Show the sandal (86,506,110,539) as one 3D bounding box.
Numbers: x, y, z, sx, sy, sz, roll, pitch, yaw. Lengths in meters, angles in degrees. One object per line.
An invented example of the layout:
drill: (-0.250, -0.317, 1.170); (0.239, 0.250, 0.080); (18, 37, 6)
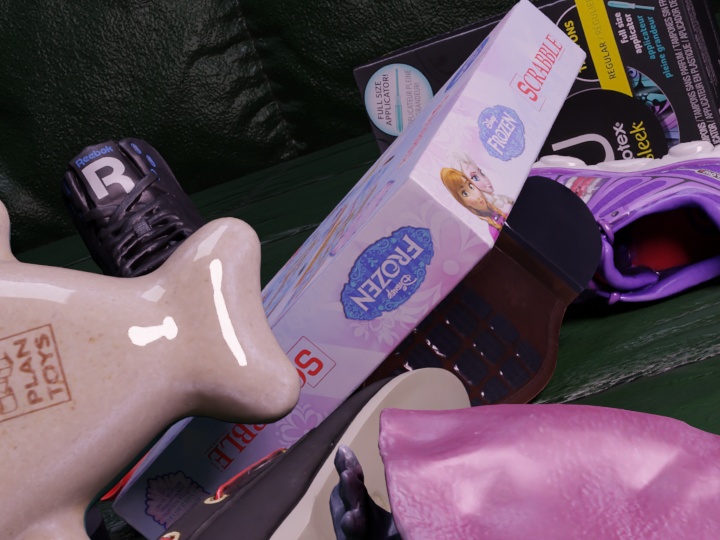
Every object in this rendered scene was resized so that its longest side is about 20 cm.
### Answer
sandal: (-0.142, 0.116, 0.782); (0.076, 0.043, 0.200); (-20, 8, -7)

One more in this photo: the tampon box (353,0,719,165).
tampon box: (0.122, -0.088, 1.158); (0.199, 0.150, 0.126); (-17, 7, 19)

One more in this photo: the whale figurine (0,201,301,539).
whale figurine: (-0.121, 0.048, 0.709); (0.199, 0.160, 0.104); (-20, -13, 3)

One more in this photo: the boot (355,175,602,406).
boot: (0.038, 0.041, 0.868); (0.097, 0.075, 0.200); (-47, -2, 42)

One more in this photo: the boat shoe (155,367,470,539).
boat shoe: (-0.017, 0.083, 0.581); (0.063, 0.074, 0.201); (-7, 17, 27)

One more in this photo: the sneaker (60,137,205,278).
sneaker: (-0.110, -0.014, 0.943); (0.073, 0.112, 0.200); (-32, 0, -6)

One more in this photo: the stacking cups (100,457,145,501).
stacking cups: (-0.070, 0.060, 0.919); (0.060, 0.061, 0.200); (-14, 9, 37)

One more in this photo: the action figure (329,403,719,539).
action figure: (0.099, 0.070, 0.429); (0.199, 0.134, 0.149); (-8, -36, -6)

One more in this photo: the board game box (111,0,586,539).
board game box: (0.000, 0.000, 0.791); (0.200, 0.041, 0.200); (-47, 6, 31)

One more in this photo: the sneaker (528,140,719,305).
sneaker: (0.112, -0.016, 0.963); (0.199, 0.081, 0.083); (-14, 15, 32)
